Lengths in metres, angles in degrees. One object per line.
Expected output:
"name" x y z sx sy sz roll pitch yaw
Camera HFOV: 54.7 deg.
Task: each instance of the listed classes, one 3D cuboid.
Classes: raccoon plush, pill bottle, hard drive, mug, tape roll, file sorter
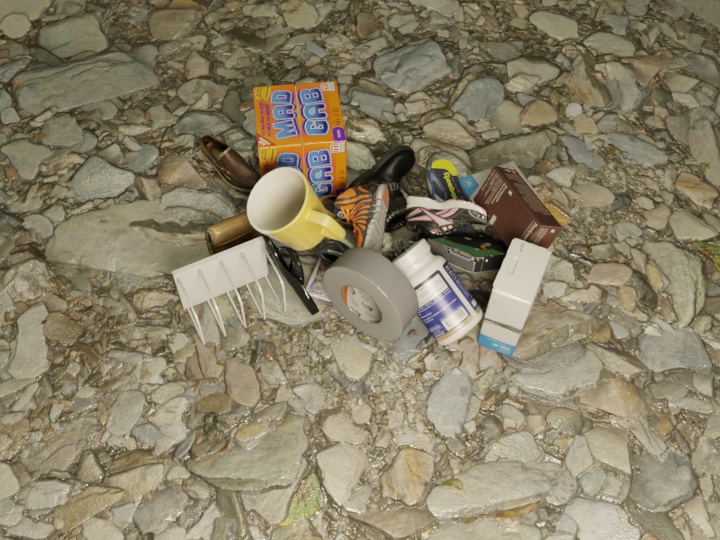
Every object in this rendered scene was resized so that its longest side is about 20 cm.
"raccoon plush" 0.108 -0.039 1.577 0.198 0.098 0.134 -1 33 -41
"pill bottle" 0.152 0.042 1.434 0.115 0.116 0.201 -37 92 -24
"hard drive" 0.254 -0.039 1.506 0.199 0.038 0.139 -6 23 -44
"mug" -0.133 -0.104 1.480 0.149 0.153 0.187 -36 57 7
"tape roll" 0.020 0.049 1.417 0.199 0.201 0.066 31 58 19
"file sorter" -0.267 0.048 1.448 0.198 0.139 0.125 -22 62 -17

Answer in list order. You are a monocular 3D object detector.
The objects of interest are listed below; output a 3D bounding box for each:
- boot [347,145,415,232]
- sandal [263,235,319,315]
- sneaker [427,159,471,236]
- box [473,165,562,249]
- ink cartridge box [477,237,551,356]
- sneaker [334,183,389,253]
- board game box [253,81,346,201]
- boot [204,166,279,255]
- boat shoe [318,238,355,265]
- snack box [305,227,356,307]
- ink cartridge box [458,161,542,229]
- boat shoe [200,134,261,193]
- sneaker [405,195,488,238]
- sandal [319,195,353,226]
"boot" 0.089 -0.193 1.659 0.211 0.080 0.158 -41 58 -14
"sandal" -0.135 0.002 1.455 0.048 0.201 0.075 -33 24 -1
"sneaker" 0.209 -0.158 1.651 0.073 0.082 0.202 -8 75 -18
"box" 0.336 -0.124 1.507 0.074 0.101 0.201 2 43 -35
"ink cartridge box" 0.311 0.057 1.422 0.085 0.201 0.147 22 57 13
"sneaker" -0.006 -0.102 1.521 0.111 0.078 0.202 0 53 19
"board game box" -0.142 -0.297 1.651 0.197 0.201 0.202 -6 55 -6
"boot" -0.249 -0.123 1.546 0.199 0.176 0.066 -27 53 -24
"boat shoe" 0.000 0.000 1.511 0.199 0.075 0.062 37 53 0
"snack box" -0.060 -0.013 1.564 0.071 0.024 0.201 17 56 8
"ink cartridge box" 0.339 -0.187 1.673 0.198 0.067 0.117 -20 58 -15
"boat shoe" -0.321 -0.262 1.692 0.202 0.075 0.075 35 72 23
"sneaker" 0.190 -0.109 1.547 0.198 0.080 0.087 9 85 31
"sandal" -0.067 -0.142 1.613 0.198 0.054 0.081 3 51 26
